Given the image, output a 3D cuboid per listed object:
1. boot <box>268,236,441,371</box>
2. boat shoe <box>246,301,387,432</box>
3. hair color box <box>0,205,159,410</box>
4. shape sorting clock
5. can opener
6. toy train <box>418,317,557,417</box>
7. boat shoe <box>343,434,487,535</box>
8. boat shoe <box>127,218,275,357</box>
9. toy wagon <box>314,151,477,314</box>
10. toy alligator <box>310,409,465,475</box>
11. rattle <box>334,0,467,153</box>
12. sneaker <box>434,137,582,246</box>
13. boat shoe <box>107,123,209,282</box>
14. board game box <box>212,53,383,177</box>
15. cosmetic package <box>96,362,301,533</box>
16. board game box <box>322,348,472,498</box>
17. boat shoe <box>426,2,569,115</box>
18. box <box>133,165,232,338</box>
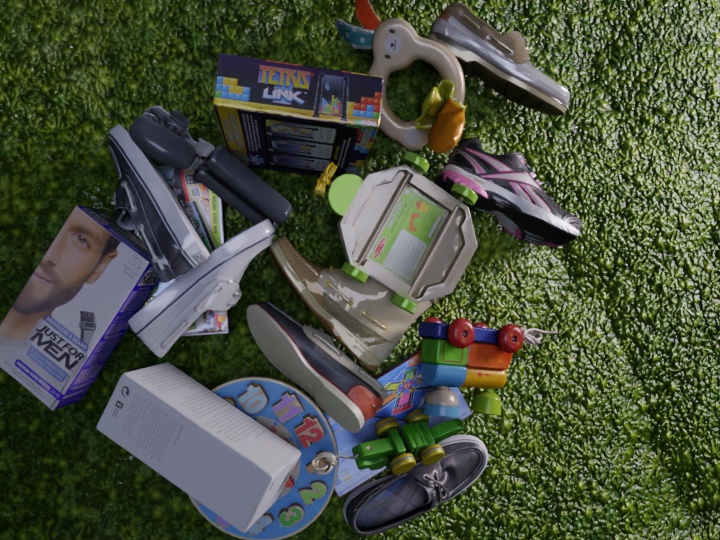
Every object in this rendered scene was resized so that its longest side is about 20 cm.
[{"bbox_3d":[0.000,0.000,0.777,0.155,0.073,0.200,-44,95,-4],"label":"boot"},{"bbox_3d":[-0.055,0.105,0.772,0.199,0.072,0.062,42,53,11],"label":"boat shoe"},{"bbox_3d":[-0.321,0.041,0.727,0.109,0.065,0.202,35,93,6],"label":"hair color box"},{"bbox_3d":[-0.124,0.228,0.768,0.196,0.039,0.204,0,93,2],"label":"shape sorting clock"},{"bbox_3d":[-0.170,-0.104,0.724,0.199,0.053,0.068,39,46,-21],"label":"can opener"},{"bbox_3d":[0.163,0.124,0.783,0.197,0.084,0.118,8,84,-23],"label":"toy train"},{"bbox_3d":[0.072,0.266,0.783,0.197,0.066,0.071,-20,92,-6],"label":"boat shoe"},{"bbox_3d":[-0.169,0.021,0.731,0.199,0.074,0.066,-37,97,5],"label":"boat shoe"},{"bbox_3d":[0.037,-0.055,0.727,0.198,0.040,0.157,31,87,-10],"label":"toy wagon"},{"bbox_3d":[0.032,0.215,0.758,0.197,0.055,0.060,-10,52,-21],"label":"toy alligator"},{"bbox_3d":[0.038,-0.232,0.744,0.129,0.143,0.202,-22,109,33],"label":"rattle"},{"bbox_3d":[0.196,-0.103,0.800,0.198,0.080,0.088,27,76,-11],"label":"sneaker"},{"bbox_3d":[-0.240,-0.074,0.701,0.067,0.072,0.201,-33,72,-6],"label":"boat shoe"},{"bbox_3d":[-0.069,-0.161,0.708,0.162,0.200,0.058,8,82,-6],"label":"board game box"},{"bbox_3d":[-0.175,0.188,0.708,0.198,0.101,0.072,30,95,11],"label":"cosmetic package"},{"bbox_3d":[0.032,0.187,0.804,0.198,0.019,0.104,-30,94,-5],"label":"board game box"},{"bbox_3d":[0.180,-0.265,0.799,0.198,0.075,0.069,28,92,-4],"label":"boat shoe"},{"bbox_3d":[-0.216,-0.023,0.774,0.108,0.035,0.204,-4,90,-6],"label":"box"}]
